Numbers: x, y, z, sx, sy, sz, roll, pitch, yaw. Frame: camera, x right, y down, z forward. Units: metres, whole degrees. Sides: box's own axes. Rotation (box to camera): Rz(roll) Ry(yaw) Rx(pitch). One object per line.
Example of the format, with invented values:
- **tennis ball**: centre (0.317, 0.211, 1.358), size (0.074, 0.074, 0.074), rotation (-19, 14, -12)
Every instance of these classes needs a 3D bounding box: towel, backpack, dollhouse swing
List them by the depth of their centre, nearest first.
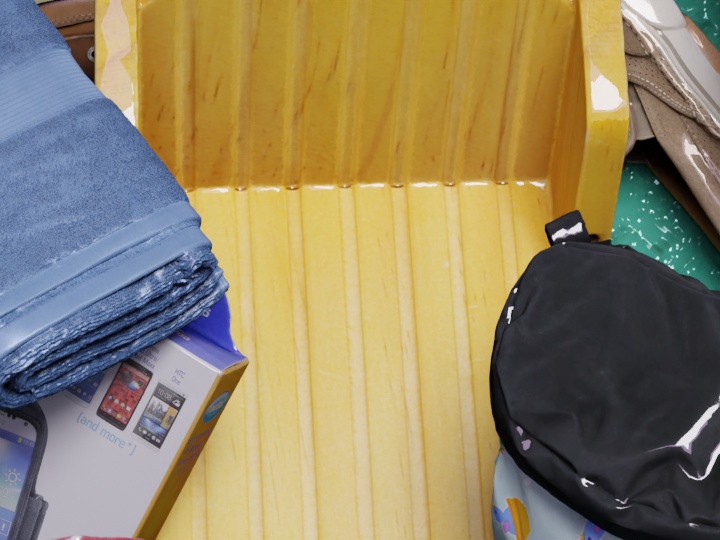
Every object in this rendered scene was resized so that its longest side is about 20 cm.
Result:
- **towel**: centre (-0.144, -0.045, 0.966), size (0.111, 0.049, 0.200), rotation (-27, 68, -30)
- **backpack**: centre (0.124, 0.091, 0.985), size (0.166, 0.200, 0.127), rotation (28, 67, 28)
- **dollhouse swing**: centre (0.000, 0.000, 1.030), size (0.199, 0.182, 0.177), rotation (-1, 50, -4)

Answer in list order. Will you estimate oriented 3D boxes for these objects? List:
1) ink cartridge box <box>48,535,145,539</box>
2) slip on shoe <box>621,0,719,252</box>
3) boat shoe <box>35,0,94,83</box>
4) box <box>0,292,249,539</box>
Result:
- **ink cartridge box**: centre (-0.119, 0.199, 0.874), size (0.147, 0.086, 0.201), rotation (-18, 78, 7)
- **slip on shoe**: centre (0.118, -0.068, 1.109), size (0.200, 0.076, 0.061), rotation (44, 88, 6)
- **boat shoe**: centre (-0.099, -0.096, 1.098), size (0.199, 0.072, 0.068), rotation (-9, 111, 11)
- **box**: centre (-0.128, 0.070, 1.005), size (0.119, 0.041, 0.201), rotation (30, 104, 10)
